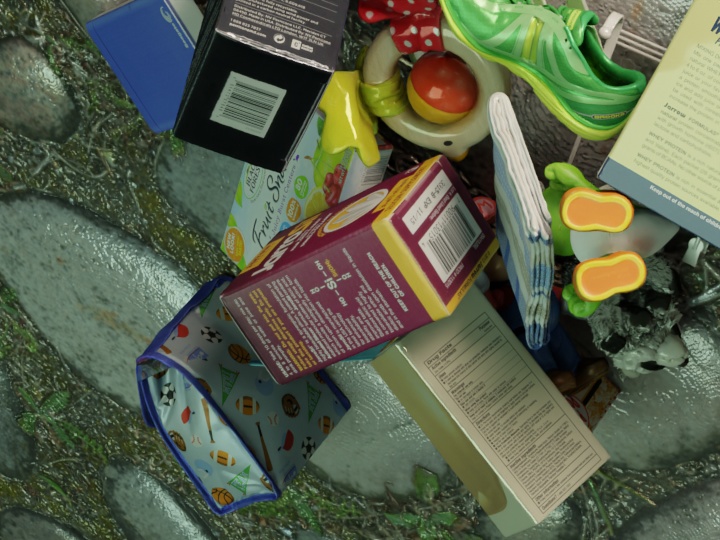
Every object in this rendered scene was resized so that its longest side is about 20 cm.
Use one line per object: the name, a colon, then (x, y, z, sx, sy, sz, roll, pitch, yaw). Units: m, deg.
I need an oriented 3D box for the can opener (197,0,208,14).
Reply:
can opener: (-0.107, -0.266, 1.685, 0.066, 0.053, 0.200, 15, 141, -20)

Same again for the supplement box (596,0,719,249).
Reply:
supplement box: (0.323, -0.117, 1.380, 0.200, 0.134, 0.200, 31, 110, 12)

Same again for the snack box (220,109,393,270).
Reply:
snack box: (-0.054, -0.067, 1.720, 0.142, 0.053, 0.200, 44, 128, 38)

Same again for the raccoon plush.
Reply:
raccoon plush: (0.222, 0.007, 1.624, 0.200, 0.097, 0.134, 60, 179, 20)

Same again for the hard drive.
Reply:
hard drive: (-0.187, -0.202, 1.745, 0.132, 0.025, 0.200, 58, 155, -14)

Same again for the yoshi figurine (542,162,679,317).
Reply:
yoshi figurine: (0.181, -0.031, 1.472, 0.112, 0.200, 0.112, 38, 102, 2)

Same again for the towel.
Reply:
towel: (0.131, -0.038, 1.515, 0.024, 0.147, 0.200, -13, 150, -3)

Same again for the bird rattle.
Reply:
bird rattle: (0.054, -0.178, 1.555, 0.163, 0.113, 0.200, 29, 122, -4)

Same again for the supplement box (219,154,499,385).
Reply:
supplement box: (0.000, 0.000, 1.577, 0.200, 0.131, 0.103, -25, 106, 35)

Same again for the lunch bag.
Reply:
lunch bag: (-0.136, 0.125, 1.900, 0.124, 0.170, 0.200, -22, 109, 38)

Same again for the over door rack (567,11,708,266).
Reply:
over door rack: (0.246, -0.102, 1.539, 0.148, 0.067, 0.200, 27, 133, 17)

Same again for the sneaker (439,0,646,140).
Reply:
sneaker: (0.148, -0.192, 1.461, 0.200, 0.074, 0.084, 37, 130, -7)

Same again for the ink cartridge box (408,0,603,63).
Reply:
ink cartridge box: (0.109, -0.243, 1.538, 0.200, 0.048, 0.146, -5, 118, 40)

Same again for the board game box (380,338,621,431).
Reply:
board game box: (0.134, 0.096, 1.702, 0.200, 0.152, 0.046, 45, 136, -1)

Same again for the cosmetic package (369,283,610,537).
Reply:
cosmetic package: (0.113, 0.122, 1.597, 0.200, 0.105, 0.071, 53, 153, 2)

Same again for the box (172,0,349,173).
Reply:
box: (-0.076, -0.211, 1.539, 0.104, 0.200, 0.148, 18, 144, -10)

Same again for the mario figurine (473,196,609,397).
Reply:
mario figurine: (0.154, 0.017, 1.651, 0.106, 0.123, 0.200, -32, 79, 8)

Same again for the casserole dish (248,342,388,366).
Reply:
casserole dish: (-0.011, 0.069, 1.782, 0.199, 0.121, 0.039, -3, 91, -7)
